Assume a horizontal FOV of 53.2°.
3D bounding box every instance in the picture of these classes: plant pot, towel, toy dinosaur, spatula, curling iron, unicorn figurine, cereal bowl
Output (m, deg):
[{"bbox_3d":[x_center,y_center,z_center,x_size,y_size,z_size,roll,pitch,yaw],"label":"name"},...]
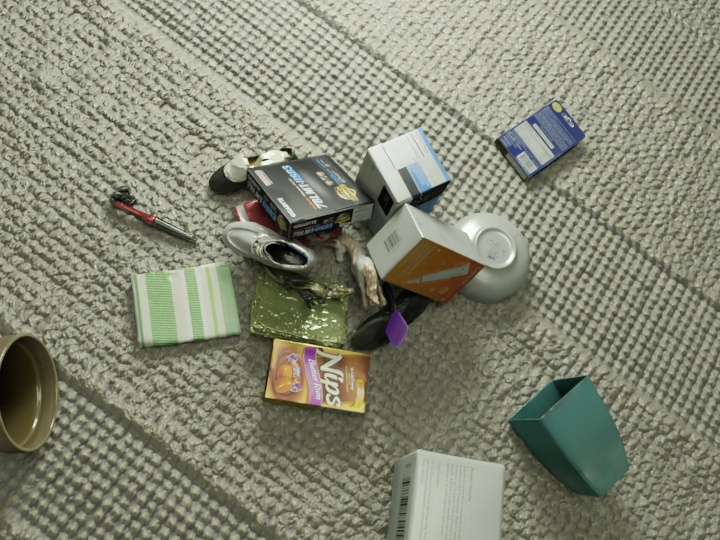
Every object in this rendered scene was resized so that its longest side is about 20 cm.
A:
[{"bbox_3d":[0.426,0.335,1.426,0.141,0.141,0.201,-35,89,-19],"label":"plant pot"},{"bbox_3d":[-0.151,-0.107,1.500,0.197,0.023,0.145,-19,65,-16],"label":"towel"},{"bbox_3d":[-0.112,0.032,1.411,0.197,0.088,0.048,19,105,2],"label":"toy dinosaur"},{"bbox_3d":[-0.120,0.077,1.442,0.197,0.037,0.150,10,60,-8],"label":"towel"},{"bbox_3d":[0.062,0.078,1.421,0.020,0.057,0.201,20,26,-16],"label":"spatula"},{"bbox_3d":[-0.645,0.218,1.230,0.170,0.200,0.203,-7,73,3],"label":"plant pot"},{"bbox_3d":[-0.344,0.067,1.418,0.197,0.023,0.155,-8,74,-15],"label":"towel"},{"bbox_3d":[-0.419,-0.110,1.458,0.198,0.026,0.050,31,72,-1],"label":"curling iron"},{"bbox_3d":[0.000,0.000,1.461,0.073,0.199,0.139,-23,105,-23],"label":"unicorn figurine"},{"bbox_3d":[0.277,-0.036,1.545,0.196,0.083,0.204,4,71,-11],"label":"cereal bowl"}]

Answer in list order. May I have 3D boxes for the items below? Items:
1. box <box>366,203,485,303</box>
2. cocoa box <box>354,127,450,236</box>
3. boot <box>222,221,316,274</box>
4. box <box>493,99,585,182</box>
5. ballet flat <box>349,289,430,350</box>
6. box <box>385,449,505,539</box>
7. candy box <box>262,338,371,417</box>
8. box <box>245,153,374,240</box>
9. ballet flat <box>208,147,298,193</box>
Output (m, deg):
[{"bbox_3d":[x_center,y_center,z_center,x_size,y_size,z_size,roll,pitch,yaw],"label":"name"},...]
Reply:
[{"bbox_3d":[0.131,-0.030,1.431,0.198,0.124,0.098,20,35,-41],"label":"box"},{"bbox_3d":[0.079,-0.173,1.486,0.130,0.200,0.135,-25,77,-18],"label":"cocoa box"},{"bbox_3d":[-0.180,-0.049,1.393,0.197,0.096,0.075,17,87,2],"label":"boot"},{"bbox_3d":[0.424,-0.307,1.691,0.199,0.032,0.122,-34,82,-18],"label":"box"},{"bbox_3d":[0.061,0.101,1.482,0.199,0.057,0.067,-33,108,-14],"label":"ballet flat"},{"bbox_3d":[0.147,0.446,1.296,0.168,0.200,0.202,11,69,-5],"label":"box"},{"bbox_3d":[-0.084,0.210,1.405,0.197,0.057,0.119,11,69,-9],"label":"candy box"},{"bbox_3d":[-0.103,-0.155,1.457,0.196,0.050,0.200,-14,45,-30],"label":"box"},{"bbox_3d":[-0.225,-0.221,1.511,0.197,0.069,0.069,-20,70,-17],"label":"ballet flat"}]
